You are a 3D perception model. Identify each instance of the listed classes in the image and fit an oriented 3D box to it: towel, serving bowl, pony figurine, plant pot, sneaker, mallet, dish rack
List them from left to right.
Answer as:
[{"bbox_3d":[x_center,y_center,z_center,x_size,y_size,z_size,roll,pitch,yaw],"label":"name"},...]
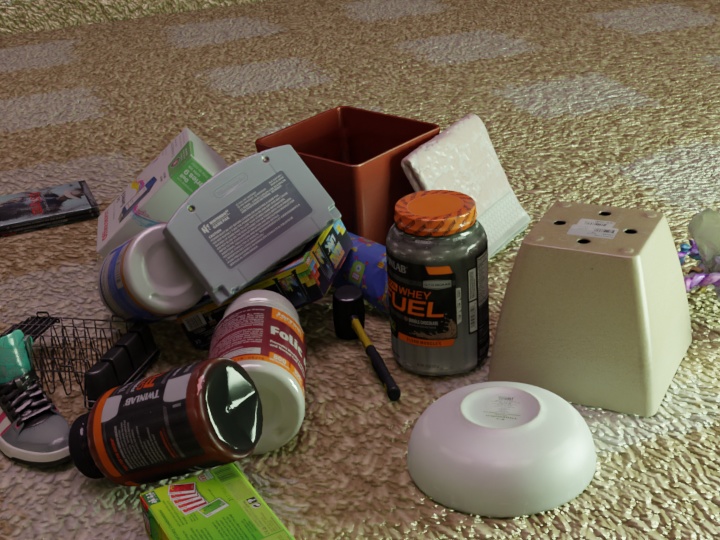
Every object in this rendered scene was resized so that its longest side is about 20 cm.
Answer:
[{"bbox_3d":[-0.384,0.132,1.307,0.083,0.122,0.199,-25,32,-38],"label":"sneaker"},{"bbox_3d":[-0.367,0.106,1.444,0.199,0.055,0.154,2,24,18],"label":"dish rack"},{"bbox_3d":[-0.014,-0.119,1.722,0.199,0.177,0.199,18,32,37],"label":"plant pot"},{"bbox_3d":[0.009,0.084,1.416,0.041,0.066,0.200,-12,27,-14],"label":"mallet"},{"bbox_3d":[0.158,-0.113,1.683,0.032,0.192,0.200,-23,9,41],"label":"towel"},{"bbox_3d":[0.146,0.170,1.214,0.198,0.066,0.200,-3,24,1],"label":"serving bowl"},{"bbox_3d":[0.273,0.028,1.365,0.198,0.178,0.200,9,27,26],"label":"plant pot"},{"bbox_3d":[0.465,0.000,1.463,0.199,0.168,0.193,-19,-3,-22],"label":"pony figurine"}]

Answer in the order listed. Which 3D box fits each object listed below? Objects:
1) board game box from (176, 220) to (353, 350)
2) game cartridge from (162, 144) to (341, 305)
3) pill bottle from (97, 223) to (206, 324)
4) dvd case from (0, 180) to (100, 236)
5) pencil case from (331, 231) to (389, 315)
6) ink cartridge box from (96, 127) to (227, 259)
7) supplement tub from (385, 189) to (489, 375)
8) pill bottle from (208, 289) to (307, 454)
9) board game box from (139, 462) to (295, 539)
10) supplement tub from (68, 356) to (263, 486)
[{"bbox_3d":[-0.121,0.013,1.513,0.199,0.057,0.165,-22,17,23],"label":"board game box"},{"bbox_3d":[-0.136,-0.064,1.431,0.200,0.133,0.041,-36,0,-24],"label":"game cartridge"},{"bbox_3d":[-0.273,0.011,1.497,0.111,0.113,0.200,-17,-1,-27],"label":"pill bottle"},{"bbox_3d":[-0.546,-0.103,1.949,0.199,0.022,0.146,-12,26,-18],"label":"dvd case"},{"bbox_3d":[0.000,0.000,1.582,0.199,0.087,0.078,22,6,42],"label":"pencil case"},{"bbox_3d":[-0.288,-0.094,1.695,0.200,0.087,0.145,-45,23,10],"label":"ink cartridge box"},{"bbox_3d":[0.093,0.014,1.394,0.122,0.201,0.123,-4,24,2],"label":"supplement tub"},{"bbox_3d":[-0.117,0.108,1.326,0.113,0.115,0.200,-4,26,0],"label":"pill bottle"},{"bbox_3d":[-0.123,0.259,1.083,0.101,0.048,0.200,-16,27,-24],"label":"board game box"},{"bbox_3d":[-0.205,0.160,1.194,0.199,0.107,0.107,-18,17,28],"label":"supplement tub"}]
